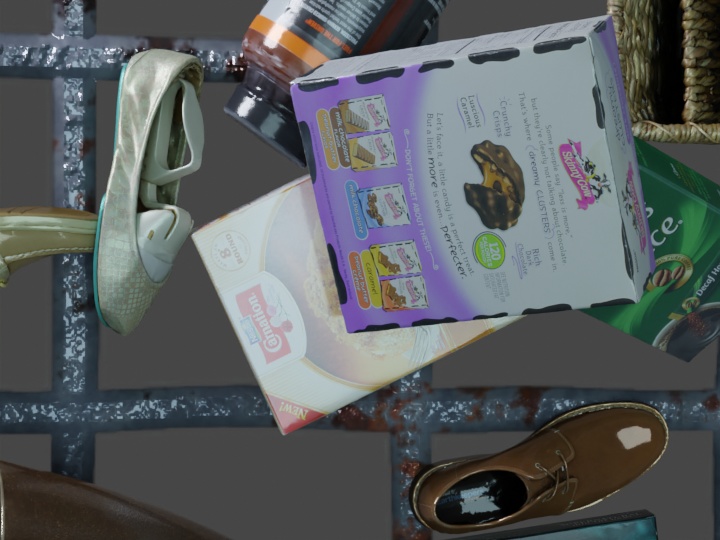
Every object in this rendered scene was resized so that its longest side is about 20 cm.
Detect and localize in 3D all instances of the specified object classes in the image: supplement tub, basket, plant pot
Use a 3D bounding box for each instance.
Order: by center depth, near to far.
[{"bbox_3d":[-0.165,0.232,1.124,0.198,0.187,0.189,9,91,-21],"label":"plant pot"},{"bbox_3d":[0.254,-0.187,1.131,0.141,0.149,0.203,0,92,28],"label":"basket"},{"bbox_3d":[-0.011,-0.172,1.146,0.106,0.107,0.201,35,89,-6],"label":"supplement tub"}]

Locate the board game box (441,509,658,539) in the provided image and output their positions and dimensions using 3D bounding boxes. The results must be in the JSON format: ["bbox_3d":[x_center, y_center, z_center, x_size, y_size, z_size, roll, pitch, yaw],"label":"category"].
[{"bbox_3d":[0.126,0.258,1.217,0.197,0.028,0.137,-7,93,-7],"label":"board game box"}]

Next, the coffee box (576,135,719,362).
[{"bbox_3d":[0.195,-0.016,1.142,0.199,0.044,0.123,26,122,-33],"label":"coffee box"}]

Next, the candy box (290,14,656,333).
[{"bbox_3d":[0.073,-0.059,1.048,0.198,0.072,0.170,-6,106,23],"label":"candy box"}]

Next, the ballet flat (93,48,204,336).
[{"bbox_3d":[-0.142,-0.056,1.141,0.062,0.067,0.203,1,82,25],"label":"ballet flat"}]

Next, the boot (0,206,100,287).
[{"bbox_3d":[-0.269,0.038,1.143,0.197,0.073,0.158,-7,92,-4],"label":"boot"}]

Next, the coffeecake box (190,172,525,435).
[{"bbox_3d":[0.000,0.000,1.171,0.198,0.073,0.155,-26,96,-4],"label":"coffeecake box"}]

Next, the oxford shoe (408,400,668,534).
[{"bbox_3d":[0.136,0.149,1.194,0.198,0.071,0.072,-20,93,-7],"label":"oxford shoe"}]
